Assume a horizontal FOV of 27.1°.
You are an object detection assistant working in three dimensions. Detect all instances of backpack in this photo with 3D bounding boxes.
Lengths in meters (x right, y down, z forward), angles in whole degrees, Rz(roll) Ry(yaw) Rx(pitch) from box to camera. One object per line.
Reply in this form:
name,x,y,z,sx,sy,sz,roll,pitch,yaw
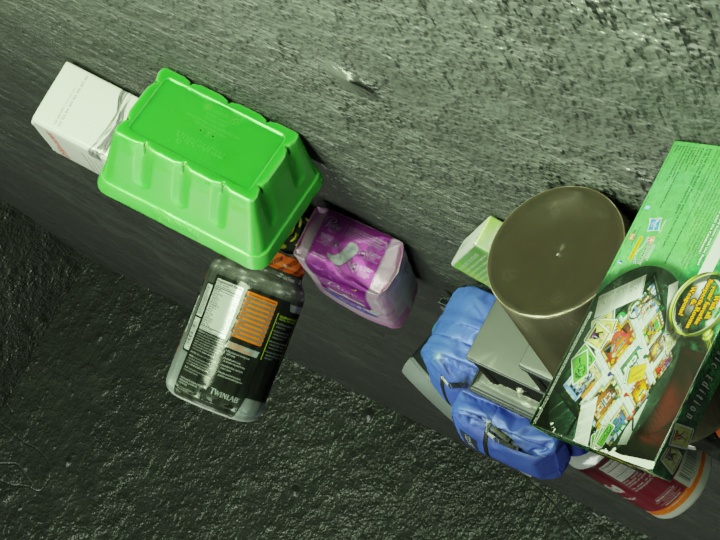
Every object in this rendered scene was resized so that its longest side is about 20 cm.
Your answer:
backpack,0.161,0.113,1.601,0.199,0.168,0.163,27,159,21

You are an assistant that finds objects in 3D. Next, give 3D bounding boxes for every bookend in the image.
bookend,0.180,0.086,1.389,0.198,0.092,0.200,25,170,26

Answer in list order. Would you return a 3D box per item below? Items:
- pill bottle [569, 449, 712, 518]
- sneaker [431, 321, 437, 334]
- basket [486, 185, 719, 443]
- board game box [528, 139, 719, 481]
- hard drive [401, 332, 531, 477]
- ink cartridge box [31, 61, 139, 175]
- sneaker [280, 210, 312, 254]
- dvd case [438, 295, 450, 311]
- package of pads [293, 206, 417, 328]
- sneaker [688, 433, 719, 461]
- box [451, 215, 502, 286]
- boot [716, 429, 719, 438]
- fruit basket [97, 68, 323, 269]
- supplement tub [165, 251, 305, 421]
pill bottle,0.316,0.207,1.802,0.199,0.115,0.114,32,171,-20
sneaker,0.152,0.128,1.825,0.200,0.073,0.082,40,160,-22
basket,0.192,0.033,1.170,0.180,0.136,0.200,28,169,41
board game box,0.182,0.018,0.871,0.023,0.201,0.105,34,170,-32
hard drive,0.157,0.126,1.713,0.200,0.135,0.042,39,168,22
ink cartridge box,-0.263,-0.144,1.726,0.199,0.084,0.146,28,171,5
sneaker,-0.091,-0.062,1.745,0.084,0.075,0.200,22,179,5
dvd case,0.187,0.106,1.857,0.148,0.016,0.200,21,159,30
package of pads,0.000,0.000,1.752,0.120,0.076,0.200,24,170,12
sneaker,0.371,0.160,1.541,0.090,0.067,0.200,22,173,22
box,0.188,0.019,1.409,0.199,0.036,0.144,28,171,-2
boot,0.331,0.101,1.324,0.107,0.075,0.200,30,163,12
fruit basket,-0.146,-0.092,1.518,0.215,0.156,0.216,26,153,14
supplement tub,-0.142,0.067,1.763,0.122,0.201,0.123,22,180,0
